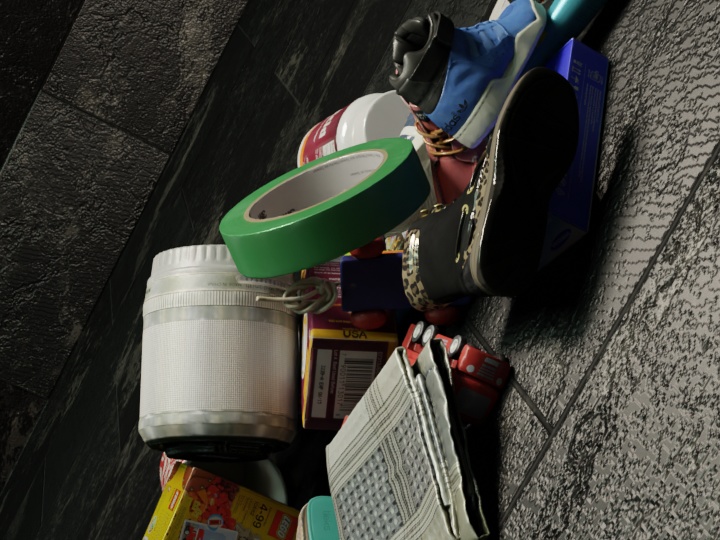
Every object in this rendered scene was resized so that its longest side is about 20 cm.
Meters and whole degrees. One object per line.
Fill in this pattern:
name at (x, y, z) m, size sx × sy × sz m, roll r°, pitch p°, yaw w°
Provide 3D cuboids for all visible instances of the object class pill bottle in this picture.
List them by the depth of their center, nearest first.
pill bottle at (0.010, -0.137, 1.633) m, size 0.200 × 0.114 × 0.115 m, roll -17°, pitch 50°, yaw 67°

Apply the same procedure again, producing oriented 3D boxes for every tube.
tube at (0.201, -0.246, 1.316) m, size 0.201 × 0.050 × 0.077 m, roll -56°, pitch -19°, yaw 18°

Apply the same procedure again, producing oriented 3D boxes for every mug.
mug at (-0.174, 0.261, 1.607) m, size 0.178 × 0.133 × 0.200 m, roll -63°, pitch 14°, yaw -2°

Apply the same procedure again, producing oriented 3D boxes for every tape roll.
tape roll at (-0.034, -0.060, 1.349) m, size 0.199 × 0.048 × 0.201 m, roll -22°, pitch 18°, yaw 8°

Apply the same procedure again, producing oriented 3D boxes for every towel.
towel at (0.029, 0.180, 1.185) m, size 0.200 × 0.034 × 0.194 m, roll -52°, pitch 37°, yaw 41°

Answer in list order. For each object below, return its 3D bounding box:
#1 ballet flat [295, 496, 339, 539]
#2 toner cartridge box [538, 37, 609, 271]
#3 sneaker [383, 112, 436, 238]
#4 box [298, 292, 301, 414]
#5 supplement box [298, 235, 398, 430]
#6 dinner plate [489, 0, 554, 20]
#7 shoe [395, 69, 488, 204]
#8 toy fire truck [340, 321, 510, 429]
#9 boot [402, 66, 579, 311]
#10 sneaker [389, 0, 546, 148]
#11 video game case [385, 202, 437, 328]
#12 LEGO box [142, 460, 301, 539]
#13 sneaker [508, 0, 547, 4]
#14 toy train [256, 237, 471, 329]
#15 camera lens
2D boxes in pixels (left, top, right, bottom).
ballet flat at (-0.032, 0.288, 1.279) m, size 0.200 × 0.068 × 0.068 m, roll -84°, pitch 6°, yaw -60°
toner cartridge box at (0.164, -0.098, 1.247) m, size 0.095 × 0.043 × 0.201 m, roll -44°, pitch 26°, yaw 51°
sneaker at (0.059, -0.118, 1.482) m, size 0.200 × 0.075 × 0.085 m, roll -44°, pitch 26°, yaw 24°
box at (-0.113, 0.098, 1.622) m, size 0.157 × 0.049 × 0.200 m, roll -15°, pitch 29°, yaw 4°
supplement box at (-0.015, 0.056, 1.428) m, size 0.200 × 0.085 × 0.111 m, roll -97°, pitch 11°, yaw -59°
dinner plate at (0.172, -0.274, 1.503) m, size 0.201 × 0.024 × 0.201 m, roll -55°, pitch 19°, yaw 28°
shoe at (0.079, -0.130, 1.348) m, size 0.071 × 0.091 × 0.202 m, roll -12°, pitch 77°, yaw 33°
toy fire truck at (0.052, 0.121, 1.263) m, size 0.142 × 0.049 × 0.200 m, roll -67°, pitch 19°, yaw -2°
boot at (0.104, -0.060, 1.185) m, size 0.150 × 0.073 × 0.201 m, roll -26°, pitch 47°, yaw 62°
sneaker at (0.091, -0.203, 1.271) m, size 0.077 × 0.111 × 0.200 m, roll -49°, pitch 10°, yaw 49°
video game case at (0.075, -0.053, 1.490) m, size 0.201 × 0.018 × 0.143 m, roll -57°, pitch 19°, yaw 22°
LEGO box at (-0.149, 0.311, 1.421) m, size 0.201 × 0.148 × 0.077 m, roll -68°, pitch 18°, yaw -9°
sneaker at (0.209, -0.325, 1.382) m, size 0.107 × 0.067 × 0.202 m, roll -28°, pitch -12°, yaw -20°
toy train at (0.000, 0.000, 1.354) m, size 0.116 × 0.198 × 0.085 m, roll -106°, pitch 13°, yaw -74°
camera lens at (-0.141, 0.089, 1.447) m, size 0.160 × 0.159 × 0.202 m, roll 153°, pitch 120°, yaw -63°
